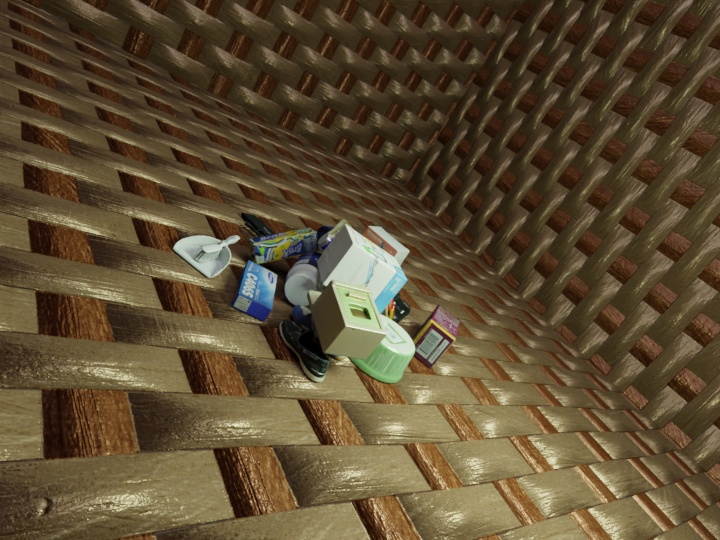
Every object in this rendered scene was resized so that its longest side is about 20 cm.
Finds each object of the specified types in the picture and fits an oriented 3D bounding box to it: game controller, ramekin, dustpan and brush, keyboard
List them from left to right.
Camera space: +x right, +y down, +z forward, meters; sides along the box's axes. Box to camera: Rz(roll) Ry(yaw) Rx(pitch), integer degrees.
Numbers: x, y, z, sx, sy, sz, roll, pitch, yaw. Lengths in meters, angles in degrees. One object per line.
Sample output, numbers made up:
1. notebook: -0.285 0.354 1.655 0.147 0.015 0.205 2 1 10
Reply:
1. dustpan and brush: -0.393 -0.059 1.412 0.139 0.058 0.200 37 19 7
2. keyboard: -0.333 -0.130 1.742 0.200 0.021 0.127 41 14 20
3. ramekin: 0.058 0.210 1.457 0.198 0.098 0.200 30 20 -12
4. game controller: 0.120 0.131 1.855 0.105 0.042 0.200 52 22 7

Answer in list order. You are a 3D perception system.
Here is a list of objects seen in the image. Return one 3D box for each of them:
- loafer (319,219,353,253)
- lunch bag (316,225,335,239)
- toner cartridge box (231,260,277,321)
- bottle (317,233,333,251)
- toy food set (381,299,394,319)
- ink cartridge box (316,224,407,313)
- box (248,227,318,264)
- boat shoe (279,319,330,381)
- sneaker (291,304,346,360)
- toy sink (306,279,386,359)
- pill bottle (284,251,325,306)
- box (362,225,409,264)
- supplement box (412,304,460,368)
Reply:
1. loafer: -0.079 -0.093 1.678 0.067 0.077 0.201 26 52 13
2. lunch bag: -0.082 -0.056 1.799 0.200 0.137 0.132 43 21 19
3. toner cartridge box: -0.277 0.050 1.372 0.094 0.043 0.201 30 20 -17
4. bottle: -0.053 -0.026 1.587 0.200 0.065 0.084 49 21 -24
5. toy food set: 0.070 0.100 1.625 0.048 0.200 0.201 -1 31 -9
6. ink cartridge box: 0.000 0.000 1.465 0.199 0.147 0.147 32 16 -24
7. box: -0.230 -0.075 1.553 0.198 0.065 0.070 -12 20 -23
8. boat shoe: -0.134 0.178 1.269 0.074 0.066 0.200 16 26 -42
9. sneaker: -0.093 0.144 1.385 0.199 0.089 0.075 38 21 12
10. toy sink: -0.037 0.103 1.293 0.129 0.112 0.201 16 36 -34
11. pill bottle: -0.155 0.024 1.524 0.115 0.116 0.200 32 20 -5
12. box: 0.051 -0.036 1.872 0.152 0.201 0.106 41 20 21
13. supplement box: 0.246 0.215 1.712 0.103 0.132 0.200 37 20 6
